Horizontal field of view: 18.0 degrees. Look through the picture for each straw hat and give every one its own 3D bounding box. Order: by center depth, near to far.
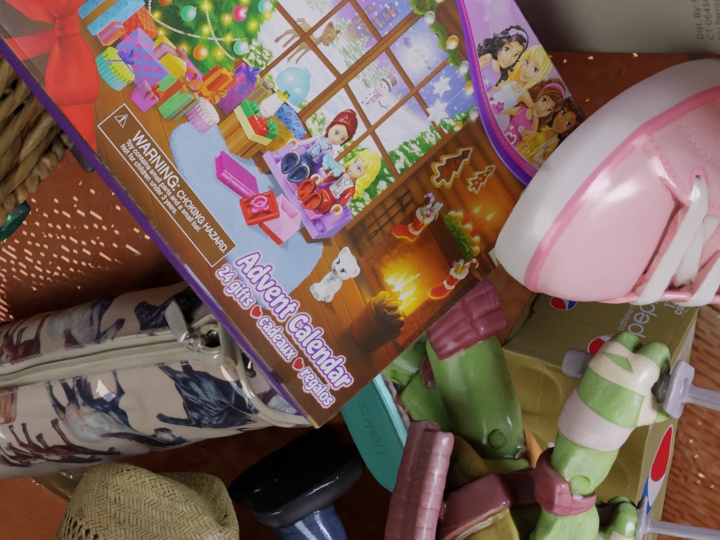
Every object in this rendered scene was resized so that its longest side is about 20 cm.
[{"bbox_3d":[-0.095,0.129,1.013,0.200,0.201,0.085,18,93,15],"label":"straw hat"}]

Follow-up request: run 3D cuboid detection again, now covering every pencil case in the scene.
[{"bbox_3d":[-0.105,0.045,1.014,0.200,0.078,0.089,-12,153,34],"label":"pencil case"}]

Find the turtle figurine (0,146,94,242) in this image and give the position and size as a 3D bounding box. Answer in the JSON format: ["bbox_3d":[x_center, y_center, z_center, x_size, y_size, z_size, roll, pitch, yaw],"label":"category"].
[{"bbox_3d":[-0.185,-0.111,0.931,0.150,0.101,0.200,-39,92,1],"label":"turtle figurine"}]

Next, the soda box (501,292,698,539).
[{"bbox_3d":[0.091,0.098,0.965,0.068,0.064,0.200,17,131,17],"label":"soda box"}]

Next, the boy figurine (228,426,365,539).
[{"bbox_3d":[0.012,0.175,1.035,0.200,0.064,0.124,62,167,-14],"label":"boy figurine"}]

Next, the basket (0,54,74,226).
[{"bbox_3d":[-0.172,-0.120,0.855,0.149,0.200,0.143,29,177,46],"label":"basket"}]

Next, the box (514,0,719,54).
[{"bbox_3d":[0.067,-0.129,0.782,0.199,0.095,0.078,3,125,24],"label":"box"}]

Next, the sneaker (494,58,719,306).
[{"bbox_3d":[0.141,-0.013,0.745,0.105,0.200,0.075,47,131,27],"label":"sneaker"}]

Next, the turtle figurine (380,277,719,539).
[{"bbox_3d":[0.080,0.054,0.824,0.200,0.144,0.194,-35,72,14],"label":"turtle figurine"}]

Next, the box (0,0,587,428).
[{"bbox_3d":[-0.020,-0.063,0.712,0.200,0.137,0.039,53,171,-35],"label":"box"}]

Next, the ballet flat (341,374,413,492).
[{"bbox_3d":[0.000,0.000,0.936,0.073,0.073,0.200,-9,121,33],"label":"ballet flat"}]
